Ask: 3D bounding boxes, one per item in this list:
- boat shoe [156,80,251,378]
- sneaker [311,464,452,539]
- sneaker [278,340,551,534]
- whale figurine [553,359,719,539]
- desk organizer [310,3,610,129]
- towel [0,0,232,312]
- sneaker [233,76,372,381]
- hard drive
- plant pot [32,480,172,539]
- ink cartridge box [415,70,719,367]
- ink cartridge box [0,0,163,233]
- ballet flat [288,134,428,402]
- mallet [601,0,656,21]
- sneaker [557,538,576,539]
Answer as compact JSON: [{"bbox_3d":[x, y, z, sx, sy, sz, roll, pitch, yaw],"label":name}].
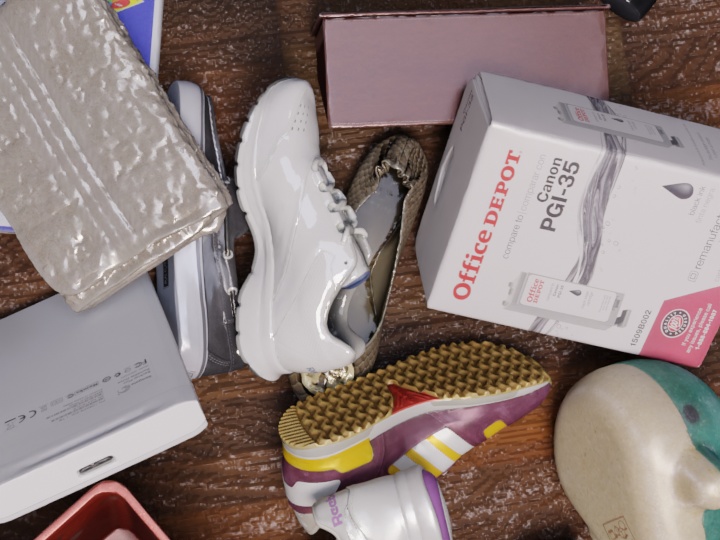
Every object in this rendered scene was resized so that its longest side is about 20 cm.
[{"bbox_3d":[-0.100,-0.027,0.904,0.066,0.070,0.201,0,84,-24],"label":"boat shoe"},{"bbox_3d":[0.017,0.219,0.882,0.099,0.075,0.201,-11,114,-2],"label":"sneaker"},{"bbox_3d":[0.039,0.115,0.914,0.199,0.075,0.091,-14,120,-18],"label":"sneaker"},{"bbox_3d":[0.211,0.155,0.889,0.103,0.159,0.201,-15,73,-25],"label":"whale figurine"},{"bbox_3d":[0.069,-0.137,0.924,0.199,0.072,0.077,-3,90,-7],"label":"desk organizer"},{"bbox_3d":[-0.182,-0.086,0.856,0.132,0.034,0.201,-31,89,5],"label":"towel"},{"bbox_3d":[-0.032,-0.027,0.881,0.087,0.074,0.201,0,95,25],"label":"sneaker"},{"bbox_3d":[-0.177,0.067,0.827,0.131,0.200,0.027,-24,119,-7],"label":"hard drive"},{"bbox_3d":[-0.160,0.257,0.824,0.200,0.176,0.200,-41,93,-7],"label":"plant pot"},{"bbox_3d":[0.151,-0.031,0.887,0.199,0.083,0.147,12,120,-9],"label":"ink cartridge box"},{"bbox_3d":[-0.236,-0.124,0.903,0.197,0.047,0.201,5,89,-7],"label":"ink cartridge box"},{"bbox_3d":[0.000,0.000,0.920,0.067,0.046,0.201,22,85,-4],"label":"ballet flat"},{"bbox_3d":[0.134,-0.250,0.958,0.199,0.041,0.066,28,87,0],"label":"mallet"},{"bbox_3d":[0.158,0.281,0.911,0.082,0.073,0.201,-27,91,-8],"label":"sneaker"}]
